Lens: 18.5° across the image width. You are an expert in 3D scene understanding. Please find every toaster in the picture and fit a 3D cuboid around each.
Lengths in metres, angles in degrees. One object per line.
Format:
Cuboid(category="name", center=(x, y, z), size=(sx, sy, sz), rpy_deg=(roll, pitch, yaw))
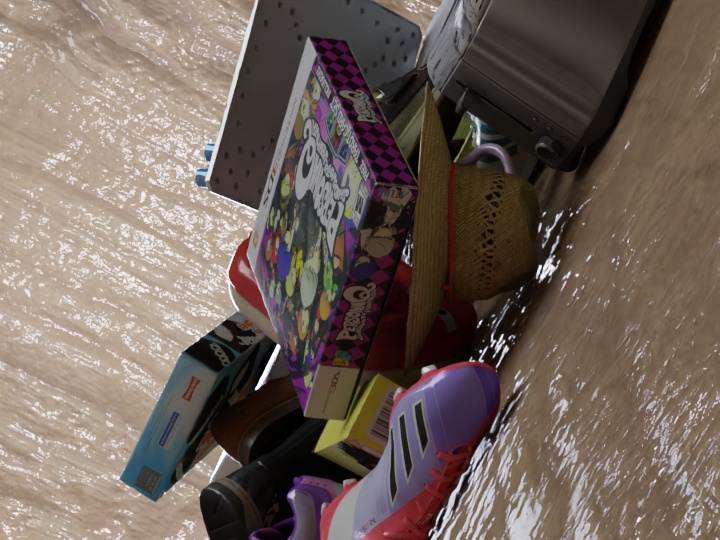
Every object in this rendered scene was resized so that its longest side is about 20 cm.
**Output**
Cuboid(category="toaster", center=(0.133, -0.178, 1.520), size=(0.201, 0.128, 0.114), rpy_deg=(-64, 4, -21))

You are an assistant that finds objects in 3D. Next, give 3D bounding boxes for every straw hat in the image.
Cuboid(category="straw hat", center=(0.078, -0.024, 1.475), size=(0.201, 0.084, 0.203), rpy_deg=(4, -90, -88))

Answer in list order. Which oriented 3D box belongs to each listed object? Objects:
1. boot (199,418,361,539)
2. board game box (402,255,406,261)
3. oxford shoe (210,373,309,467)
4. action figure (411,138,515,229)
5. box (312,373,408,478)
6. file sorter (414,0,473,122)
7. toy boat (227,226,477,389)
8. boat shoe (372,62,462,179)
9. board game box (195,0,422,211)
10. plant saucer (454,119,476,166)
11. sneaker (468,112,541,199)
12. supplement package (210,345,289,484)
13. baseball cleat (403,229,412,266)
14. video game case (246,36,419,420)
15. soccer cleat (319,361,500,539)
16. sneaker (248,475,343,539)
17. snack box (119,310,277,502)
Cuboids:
Cuboid(category="boot", center=(-0.038, 0.195, 1.672), size=(0.150, 0.073, 0.201), rpy_deg=(-40, -46, -27))
Cuboid(category="board game box", center=(0.014, 0.028, 2.049), size=(0.201, 0.043, 0.200), rpy_deg=(103, -179, -52))
Cuboid(category="oxford shoe", center=(-0.031, 0.097, 1.729), size=(0.199, 0.071, 0.072), rpy_deg=(-19, -58, -38))
Cuboid(category="action figure", center=(0.035, -0.085, 1.764), size=(0.200, 0.147, 0.135), rpy_deg=(175, 91, -82))
Cuboid(category="box", center=(0.018, 0.115, 1.515), size=(0.050, 0.075, 0.200), rpy_deg=(-63, 2, -9))
Cuboid(category="file sorter", center=(0.139, -0.223, 1.819), size=(0.201, 0.124, 0.139), rpy_deg=(-62, 4, 29))
Cuboid(category="toy boat", center=(0.000, 0.000, 1.629), size=(0.130, 0.200, 0.132), rpy_deg=(-19, -47, -41))
Cuboid(category="boat shoe", center=(0.032, -0.111, 1.609), size=(0.072, 0.065, 0.201), rpy_deg=(96, -164, -44))
Cuboid(category="board game box", center=(-0.041, -0.137, 1.822), size=(0.026, 0.199, 0.202), rpy_deg=(10, 82, 42))
Cuboid(category="plant saucer", center=(0.123, -0.136, 2.059), size=(0.201, 0.048, 0.200), rpy_deg=(-62, 4, 18))
Cuboid(category="sneaker", center=(0.113, -0.127, 1.738), size=(0.071, 0.093, 0.200), rpy_deg=(-65, 4, -35))
Cuboid(category="supplement package", center=(-0.032, 0.119, 1.872), size=(0.122, 0.119, 0.200), rpy_deg=(-67, 5, -33))
Cuboid(category="baseball cleat", center=(0.048, -0.020, 1.833), size=(0.200, 0.106, 0.070), rpy_deg=(-59, -16, -62))
Cuboid(category="video game case", center=(-0.022, -0.031, 1.485), size=(0.201, 0.035, 0.183), rpy_deg=(-113, 34, -53))
Cuboid(category="soccer cleat", center=(0.034, 0.132, 1.354), size=(0.200, 0.066, 0.077), rpy_deg=(-54, 40, 40))
Cuboid(category="sneaker", center=(-0.049, 0.227, 1.572), size=(0.081, 0.088, 0.201), rpy_deg=(-77, 13, -72))
Cuboid(category="snack box", center=(-0.119, 0.097, 1.742), size=(0.117, 0.037, 0.200), rpy_deg=(-63, -7, 18))
